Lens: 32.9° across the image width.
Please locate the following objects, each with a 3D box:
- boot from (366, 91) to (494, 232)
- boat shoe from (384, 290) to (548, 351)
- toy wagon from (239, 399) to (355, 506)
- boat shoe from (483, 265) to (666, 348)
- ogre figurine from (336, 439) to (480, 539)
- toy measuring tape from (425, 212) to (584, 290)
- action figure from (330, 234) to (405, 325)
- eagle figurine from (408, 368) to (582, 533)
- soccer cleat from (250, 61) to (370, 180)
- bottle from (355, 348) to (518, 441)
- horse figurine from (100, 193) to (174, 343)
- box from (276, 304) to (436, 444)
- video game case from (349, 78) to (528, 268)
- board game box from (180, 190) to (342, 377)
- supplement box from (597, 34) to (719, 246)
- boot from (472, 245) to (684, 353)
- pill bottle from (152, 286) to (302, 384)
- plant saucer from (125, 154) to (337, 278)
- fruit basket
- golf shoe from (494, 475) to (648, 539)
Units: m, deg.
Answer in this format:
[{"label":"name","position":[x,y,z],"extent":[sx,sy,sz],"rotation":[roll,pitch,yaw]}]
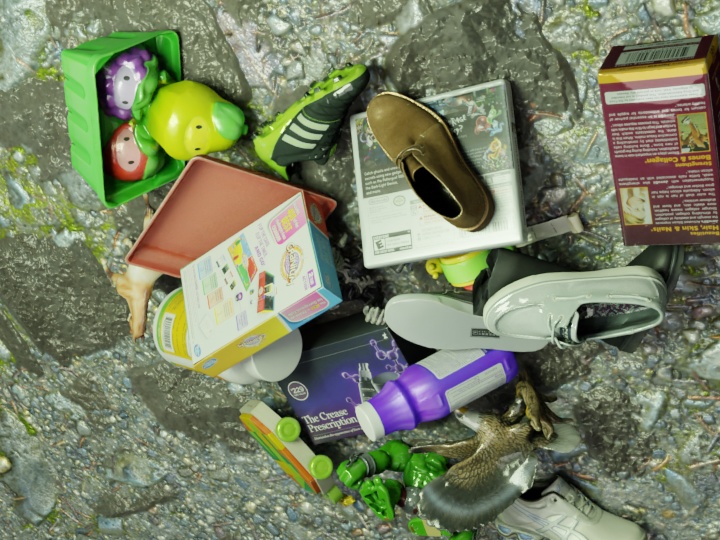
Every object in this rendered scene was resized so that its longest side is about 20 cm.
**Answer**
[{"label":"boot","position":[0.065,-0.127,1.330],"extent":[0.074,0.075,0.200],"rotation":[-48,65,21]},{"label":"boat shoe","position":[0.128,0.055,1.449],"extent":[0.200,0.057,0.069],"rotation":[8,124,-2]},{"label":"toy wagon","position":[-0.085,0.258,1.671],"extent":[0.200,0.040,0.155],"rotation":[50,163,-10]},{"label":"boat shoe","position":[0.229,0.045,1.308],"extent":[0.200,0.072,0.070],"rotation":[-11,124,15]},{"label":"ogre figurine","position":[0.075,0.290,1.617],"extent":[0.200,0.120,0.098],"rotation":[13,120,16]},{"label":"toy measuring tape","position":[0.160,-0.021,1.416],"extent":[0.200,0.074,0.074],"rotation":[-15,112,32]},{"label":"action figure","position":[0.000,0.000,1.486],"extent":[0.119,0.102,0.200],"rotation":[39,126,-11]},{"label":"eagle figurine","position":[0.159,0.219,1.517],"extent":[0.151,0.152,0.200],"rotation":[47,114,23]},{"label":"soccer cleat","position":[-0.045,-0.174,1.426],"extent":[0.081,0.068,0.200],"rotation":[46,134,-14]},{"label":"bottle","position":[0.091,0.140,1.470],"extent":[0.084,0.200,0.065],"rotation":[21,134,65]},{"label":"horse figurine","position":[-0.281,-0.019,1.596],"extent":[0.200,0.050,0.133],"rotation":[-53,48,28]},{"label":"box","position":[-0.001,0.135,1.585],"extent":[0.200,0.079,0.141],"rotation":[-18,108,33]},{"label":"video game case","position":[0.085,-0.106,1.372],"extent":[0.200,0.023,0.182],"rotation":[-9,83,30]},{"label":"board game box","position":[-0.124,0.017,1.463],"extent":[0.200,0.153,0.040],"rotation":[-31,140,22]},{"label":"supplement box","position":[0.320,-0.131,1.261],"extent":[0.110,0.086,0.200],"rotation":[-2,118,26]},{"label":"boot","position":[0.240,0.005,1.364],"extent":[0.200,0.066,0.165],"rotation":[17,124,-3]},{"label":"pill bottle","position":[-0.169,0.085,1.571],"extent":[0.200,0.111,0.111],"rotation":[10,126,46]},{"label":"plant saucer","position":[-0.163,-0.059,1.511],"extent":[0.199,0.037,0.200],"rotation":[16,132,-30]},{"label":"fruit basket","position":[-0.250,-0.181,1.474],"extent":[0.215,0.155,0.216],"rotation":[23,128,33]},{"label":"golf shoe","position":[0.270,0.315,1.571],"extent":[0.200,0.078,0.097],"rotation":[6,116,21]}]
